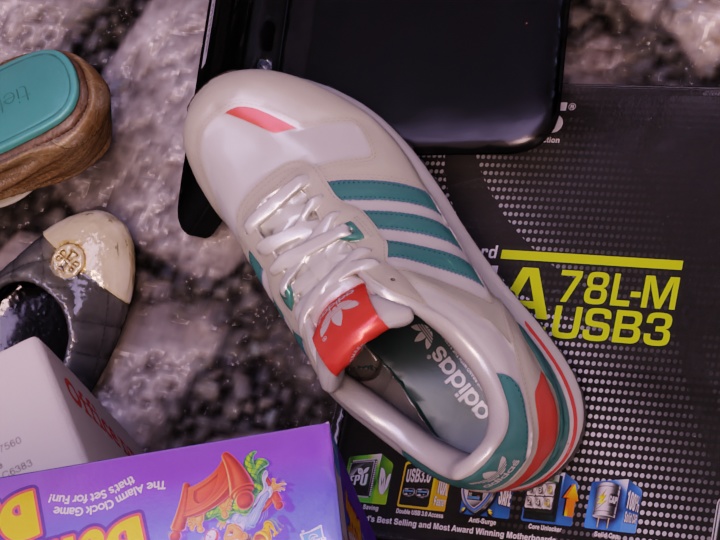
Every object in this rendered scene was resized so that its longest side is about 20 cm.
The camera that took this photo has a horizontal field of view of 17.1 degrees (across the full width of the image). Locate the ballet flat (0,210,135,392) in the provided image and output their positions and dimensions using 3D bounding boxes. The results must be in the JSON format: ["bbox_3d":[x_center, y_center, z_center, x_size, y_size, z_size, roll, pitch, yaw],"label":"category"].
[{"bbox_3d":[-0.164,0.055,1.005,0.066,0.057,0.200,35,80,25],"label":"ballet flat"}]

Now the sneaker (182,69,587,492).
[{"bbox_3d":[0.000,0.001,0.872,0.070,0.093,0.200,-43,78,15],"label":"sneaker"}]

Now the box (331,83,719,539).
[{"bbox_3d":[0.093,0.023,0.930,0.198,0.047,0.195,4,74,28],"label":"box"}]

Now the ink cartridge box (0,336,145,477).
[{"bbox_3d":[-0.100,0.145,0.895,0.084,0.146,0.201,-26,63,2],"label":"ink cartridge box"}]

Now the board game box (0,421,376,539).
[{"bbox_3d":[-0.093,0.109,0.753,0.198,0.135,0.045,-10,62,5],"label":"board game box"}]

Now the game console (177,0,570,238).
[{"bbox_3d":[0.007,-0.120,1.008,0.115,0.176,0.202,13,67,-13],"label":"game console"}]

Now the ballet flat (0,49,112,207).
[{"bbox_3d":[-0.197,-0.040,1.048,0.198,0.072,0.068,-20,63,8],"label":"ballet flat"}]
